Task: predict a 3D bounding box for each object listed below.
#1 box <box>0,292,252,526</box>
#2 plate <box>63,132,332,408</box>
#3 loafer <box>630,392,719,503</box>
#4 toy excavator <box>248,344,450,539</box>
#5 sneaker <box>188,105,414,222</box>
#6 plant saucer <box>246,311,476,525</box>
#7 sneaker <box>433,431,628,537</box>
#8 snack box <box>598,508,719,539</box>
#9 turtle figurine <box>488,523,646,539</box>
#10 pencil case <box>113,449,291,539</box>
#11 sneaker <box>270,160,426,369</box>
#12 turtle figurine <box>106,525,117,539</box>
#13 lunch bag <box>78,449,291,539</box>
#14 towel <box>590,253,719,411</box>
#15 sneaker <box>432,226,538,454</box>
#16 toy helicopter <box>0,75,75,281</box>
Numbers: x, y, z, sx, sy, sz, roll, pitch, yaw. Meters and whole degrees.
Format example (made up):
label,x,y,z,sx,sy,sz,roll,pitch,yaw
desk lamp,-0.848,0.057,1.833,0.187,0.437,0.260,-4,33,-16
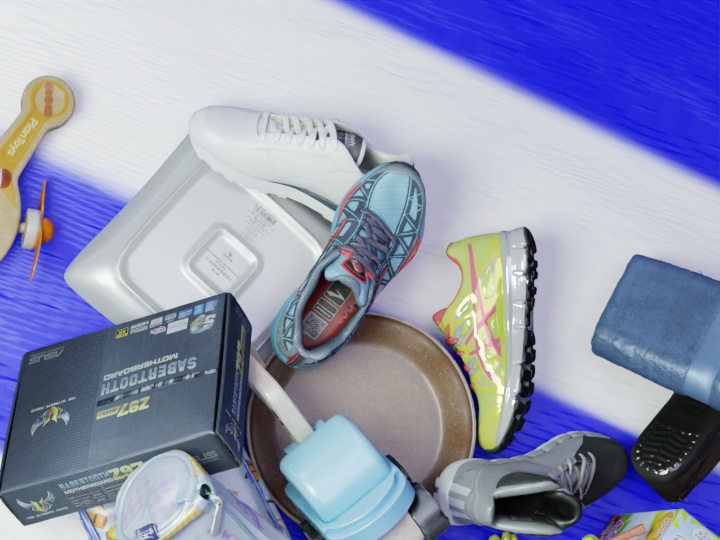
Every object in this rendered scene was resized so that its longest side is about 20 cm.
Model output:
label,x,y,z,sx,sy,sz,roll,pitch,yaw
box,-0.189,0.111,1.608,0.200,0.051,0.158,-17,42,17
plate,-0.122,-0.004,1.736,0.199,0.032,0.200,41,75,-2
loafer,0.316,0.132,1.790,0.200,0.071,0.073,-41,45,-23
toy excavator,-0.038,0.145,1.646,0.100,0.194,0.200,-37,116,-9
sneaker,-0.051,-0.107,1.732,0.200,0.081,0.077,20,49,-13
plant saucer,-0.001,0.136,1.727,0.200,0.037,0.201,1,83,-7
sneaker,0.172,0.192,1.697,0.200,0.115,0.075,-11,102,-29
snack box,0.212,0.301,1.680,0.068,0.169,0.200,37,76,-5
turtle figurine,0.147,0.274,1.674,0.200,0.161,0.064,-44,114,-9
pencil case,-0.103,0.218,1.549,0.091,0.200,0.083,-26,43,21
sneaker,0.000,0.000,1.671,0.079,0.096,0.200,30,88,-7
turtle figurine,-0.202,0.278,1.594,0.064,0.161,0.200,20,59,-52
lunch bag,-0.149,0.226,1.670,0.160,0.076,0.200,-26,85,-12
towel,0.311,0.066,1.756,0.200,0.049,0.112,24,68,24
sneaker,0.108,0.062,1.757,0.090,0.078,0.201,1,83,12
toy helicopter,-0.301,-0.077,1.691,0.132,0.079,0.200,34,72,-5
